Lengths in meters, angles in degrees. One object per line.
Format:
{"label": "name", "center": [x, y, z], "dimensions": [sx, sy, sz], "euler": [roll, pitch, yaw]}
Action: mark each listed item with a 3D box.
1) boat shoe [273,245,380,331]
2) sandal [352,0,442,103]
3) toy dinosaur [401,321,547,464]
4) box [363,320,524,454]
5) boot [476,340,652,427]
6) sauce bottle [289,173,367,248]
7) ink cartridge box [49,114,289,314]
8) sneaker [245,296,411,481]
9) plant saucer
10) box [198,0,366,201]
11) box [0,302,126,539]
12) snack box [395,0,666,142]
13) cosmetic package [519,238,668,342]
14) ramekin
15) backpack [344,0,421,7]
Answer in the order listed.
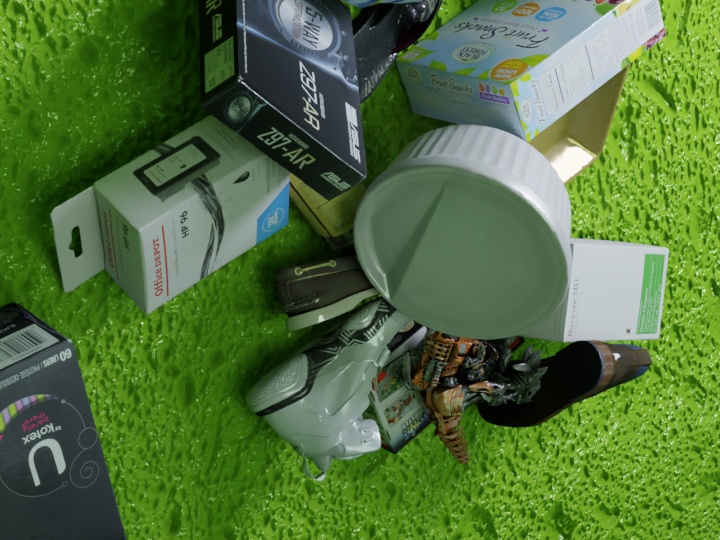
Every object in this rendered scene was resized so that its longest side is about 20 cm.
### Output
{"label": "boat shoe", "center": [0.000, 0.000, 1.372], "dimensions": [0.199, 0.072, 0.060], "euler": [-22, 92, -38]}
{"label": "sandal", "center": [0.040, -0.238, 1.333], "dimensions": [0.075, 0.048, 0.201], "euler": [36, 82, -41]}
{"label": "toy dinosaur", "center": [0.101, 0.104, 1.447], "dimensions": [0.135, 0.103, 0.201], "euler": [-16, 144, -19]}
{"label": "box", "center": [0.080, 0.087, 1.489], "dimensions": [0.200, 0.035, 0.111], "euler": [-38, 126, -24]}
{"label": "boot", "center": [0.215, 0.122, 1.516], "dimensions": [0.096, 0.199, 0.075], "euler": [-1, 75, -38]}
{"label": "sauce bottle", "center": [-0.054, -0.105, 1.291], "dimensions": [0.065, 0.064, 0.200], "euler": [-49, 131, -15]}
{"label": "ink cartridge box", "center": [-0.155, -0.045, 1.200], "dimensions": [0.199, 0.068, 0.117], "euler": [-34, 151, -26]}
{"label": "sneaker", "center": [-0.004, 0.108, 1.375], "dimensions": [0.199, 0.075, 0.115], "euler": [-35, 95, -19]}
{"label": "plant saucer", "center": [0.180, -0.135, 1.443], "dimensions": [0.200, 0.048, 0.201], "euler": [-39, 157, -24]}
{"label": "box", "center": [-0.066, -0.179, 1.187], "dimensions": [0.160, 0.043, 0.201], "euler": [35, 38, -41]}
{"label": "box", "center": [-0.284, 0.149, 1.162], "dimensions": [0.122, 0.106, 0.202], "euler": [-27, 121, -29]}
{"label": "snack box", "center": [0.161, -0.213, 1.363], "dimensions": [0.200, 0.168, 0.068], "euler": [-39, 125, -23]}
{"label": "cosmetic package", "center": [0.244, 0.020, 1.545], "dimensions": [0.199, 0.084, 0.109], "euler": [-1, 98, -50]}
{"label": "ramekin", "center": [0.100, -0.042, 1.298], "dimensions": [0.203, 0.201, 0.095], "euler": [65, 33, -34]}
{"label": "backpack", "center": [0.025, -0.326, 1.224], "dimensions": [0.153, 0.163, 0.201], "euler": [-27, 142, -36]}
